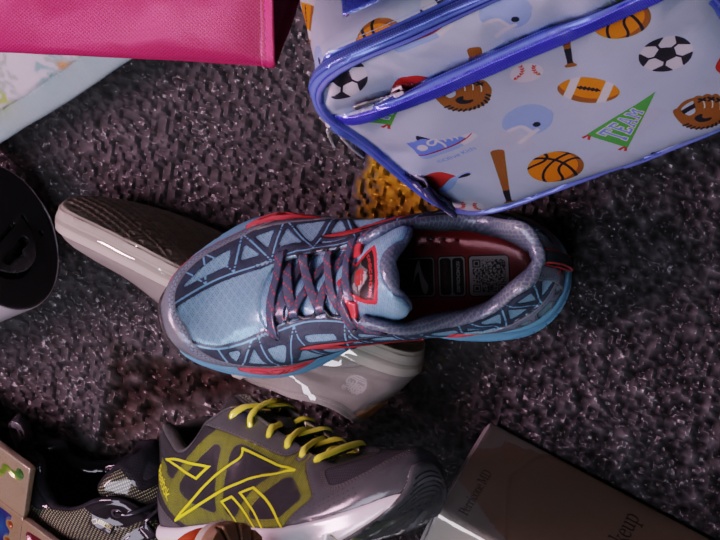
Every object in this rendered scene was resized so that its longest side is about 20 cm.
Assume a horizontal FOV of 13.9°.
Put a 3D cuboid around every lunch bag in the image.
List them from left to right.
[{"bbox_3d":[0.075,-0.101,1.303,0.200,0.076,0.160,-22,145,23],"label":"lunch bag"}]

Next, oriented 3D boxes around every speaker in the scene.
[{"bbox_3d":[-0.252,0.012,1.544,0.200,0.081,0.081,-21,109,36],"label":"speaker"}]

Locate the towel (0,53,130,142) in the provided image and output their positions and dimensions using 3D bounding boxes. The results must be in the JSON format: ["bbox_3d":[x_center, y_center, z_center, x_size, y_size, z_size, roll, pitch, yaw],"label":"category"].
[{"bbox_3d":[-0.196,-0.152,1.451,0.200,0.048,0.171,-28,106,33],"label":"towel"}]

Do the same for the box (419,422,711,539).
[{"bbox_3d":[0.124,0.170,1.476,0.200,0.095,0.078,27,124,5],"label":"box"}]

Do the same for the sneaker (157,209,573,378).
[{"bbox_3d":[0.000,0.000,1.394,0.199,0.096,0.080,-9,82,1],"label":"sneaker"}]

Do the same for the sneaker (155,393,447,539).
[{"bbox_3d":[-0.041,0.100,1.457,0.200,0.074,0.085,-14,86,45],"label":"sneaker"}]

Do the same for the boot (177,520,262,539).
[{"bbox_3d":[-0.085,0.194,1.433,0.107,0.075,0.200,9,134,19],"label":"boot"}]

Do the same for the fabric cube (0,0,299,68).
[{"bbox_3d":[-0.121,-0.215,1.263,0.199,0.200,0.197,2,116,7],"label":"fabric cube"}]

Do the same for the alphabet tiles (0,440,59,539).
[{"bbox_3d":[-0.235,0.138,1.622,0.200,0.006,0.167,33,129,28],"label":"alphabet tiles"}]

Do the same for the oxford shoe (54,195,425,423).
[{"bbox_3d":[-0.066,0.020,1.479,0.200,0.075,0.058,25,113,2],"label":"oxford shoe"}]

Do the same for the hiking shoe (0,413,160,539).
[{"bbox_3d":[-0.105,0.144,1.567,0.199,0.076,0.101,17,130,14],"label":"hiking shoe"}]
